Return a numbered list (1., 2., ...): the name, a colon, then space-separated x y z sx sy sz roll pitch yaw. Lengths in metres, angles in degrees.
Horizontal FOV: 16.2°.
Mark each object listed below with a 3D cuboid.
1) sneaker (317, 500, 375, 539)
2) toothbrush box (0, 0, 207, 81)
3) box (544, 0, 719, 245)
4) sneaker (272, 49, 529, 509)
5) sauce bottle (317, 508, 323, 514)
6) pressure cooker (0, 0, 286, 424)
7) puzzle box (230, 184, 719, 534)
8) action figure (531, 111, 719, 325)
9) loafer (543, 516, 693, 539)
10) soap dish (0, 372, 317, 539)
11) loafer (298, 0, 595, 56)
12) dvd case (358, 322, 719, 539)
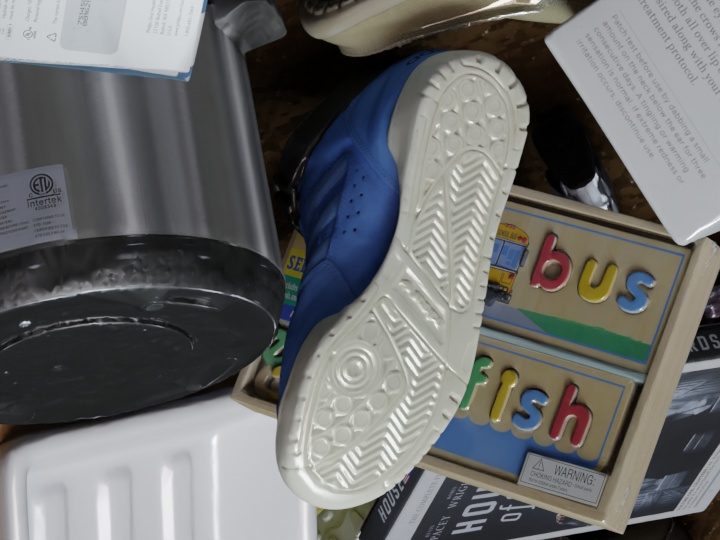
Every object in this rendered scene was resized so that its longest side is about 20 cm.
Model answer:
1. sneaker: 0.008 0.137 1.315 0.200 0.076 0.080 -39 135 24
2. toothbrush box: -0.096 -0.189 0.935 0.085 0.200 0.147 6 130 -12
3. box: 0.202 -0.111 1.059 0.200 0.152 0.106 -34 83 18
4. sneaker: 0.001 0.000 1.088 0.077 0.111 0.200 18 88 -25
5. sauce bottle: -0.014 0.074 1.259 0.065 0.065 0.200 32 120 -30
6. pressure cooker: -0.125 -0.053 1.056 0.176 0.200 0.179 1 157 -31
7. puzzle box: 0.049 0.025 1.121 0.200 0.133 0.025 16 170 31
8. action figure: 0.119 0.018 1.228 0.130 0.069 0.200 -35 133 5
9. loafer: 0.088 0.169 1.349 0.200 0.071 0.073 -13 168 -14
10. soap dish: -0.111 0.126 1.178 0.200 0.081 0.158 -12 105 -45
11. loafer: 0.071 -0.134 1.087 0.200 0.076 0.068 -22 124 9
12. dvd case: 0.111 0.082 1.235 0.200 0.025 0.150 -7 145 -27
